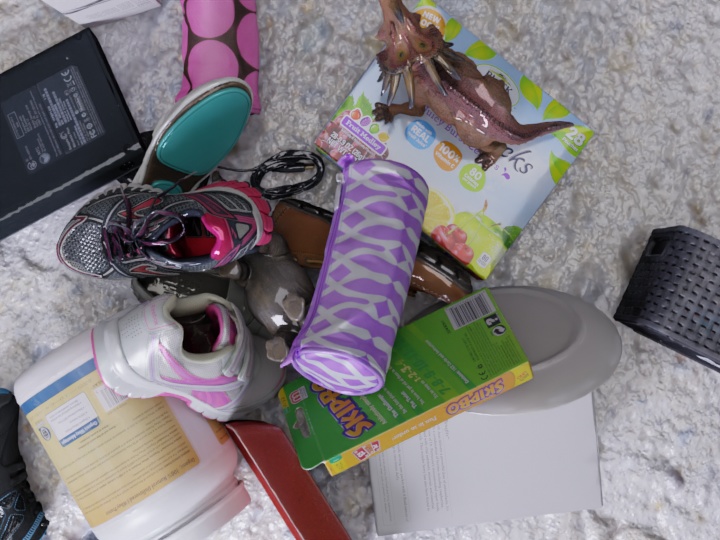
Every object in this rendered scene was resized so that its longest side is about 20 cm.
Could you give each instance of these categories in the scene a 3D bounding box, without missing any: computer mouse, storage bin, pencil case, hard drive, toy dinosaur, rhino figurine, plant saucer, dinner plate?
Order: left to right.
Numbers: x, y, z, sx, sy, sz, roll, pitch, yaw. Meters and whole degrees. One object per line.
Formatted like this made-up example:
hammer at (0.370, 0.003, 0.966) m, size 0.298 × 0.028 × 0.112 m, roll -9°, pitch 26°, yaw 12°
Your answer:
hard drive at (-0.306, -0.116, 1.098) m, size 0.198 × 0.033 × 0.141 m, roll -27°, pitch 72°, yaw 0°
pencil case at (-0.136, -0.237, 1.093) m, size 0.090 × 0.093 × 0.204 m, roll -2°, pitch 90°, yaw -45°
computer mouse at (-0.132, -0.094, 1.119) m, size 0.196 × 0.034 × 0.060 m, roll 5°, pitch 79°, yaw -2°
rhino figurine at (-0.086, -0.005, 1.048) m, size 0.059 × 0.087 × 0.202 m, roll -34°, pitch 69°, yaw 9°
plant saucer at (-0.048, 0.207, 1.039) m, size 0.036 × 0.200 × 0.201 m, roll -32°, pitch 90°, yaw -10°
pencil case at (0.000, 0.000, 0.988) m, size 0.085 × 0.084 × 0.203 m, roll 27°, pitch 58°, yaw -24°
toy dinosaur at (0.082, -0.145, 1.000) m, size 0.198 × 0.136 × 0.087 m, roll 29°, pitch 88°, yaw 0°
dinner plate at (0.125, 0.058, 1.042) m, size 0.197 × 0.201 × 0.025 m, roll -9°, pitch 118°, yaw 0°
storage bin at (0.338, 0.046, 1.066) m, size 0.198 × 0.135 × 0.095 m, roll 25°, pitch 90°, yaw 0°

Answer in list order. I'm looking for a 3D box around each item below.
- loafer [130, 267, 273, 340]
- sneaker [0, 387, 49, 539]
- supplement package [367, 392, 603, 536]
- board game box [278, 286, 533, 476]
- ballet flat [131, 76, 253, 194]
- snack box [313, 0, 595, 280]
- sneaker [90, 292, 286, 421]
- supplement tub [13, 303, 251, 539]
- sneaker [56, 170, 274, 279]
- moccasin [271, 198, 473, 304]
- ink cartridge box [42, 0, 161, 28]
loafer at (-0.113, 0.035, 1.099) m, size 0.197 × 0.070 × 0.071 m, roll 13°, pitch 91°, yaw 0°
sneaker at (-0.325, 0.208, 1.108) m, size 0.081 × 0.073 × 0.204 m, roll 6°, pitch 96°, yaw -16°
supplement package at (0.102, 0.146, 1.068) m, size 0.196 × 0.120 × 0.123 m, roll -6°, pitch 99°, yaw 0°
board game box at (0.033, 0.092, 0.985) m, size 0.198 × 0.096 × 0.030 m, roll -24°, pitch 132°, yaw -1°
ballet flat at (-0.164, -0.096, 1.051) m, size 0.069 × 0.070 × 0.201 m, roll 35°, pitch 112°, yaw 0°
snack box at (0.083, -0.118, 1.100) m, size 0.199 × 0.068 × 0.169 m, roll 39°, pitch 89°, yaw -1°
sneaker at (-0.123, 0.069, 1.008) m, size 0.088 × 0.199 × 0.082 m, roll -31°, pitch 64°, yaw 29°
supplement tub at (-0.197, 0.148, 1.062) m, size 0.143 × 0.145 × 0.202 m, roll -31°, pitch 90°, yaw 0°
sneaker at (-0.172, -0.032, 0.990) m, size 0.197 × 0.075 × 0.082 m, roll -10°, pitch 103°, yaw 27°
moccasin at (0.005, -0.002, 1.086) m, size 0.198 × 0.074 × 0.079 m, roll 18°, pitch 98°, yaw 11°
ink cartridge box at (-0.248, -0.303, 1.035) m, size 0.082 × 0.200 × 0.149 m, roll -18°, pitch 90°, yaw 3°
